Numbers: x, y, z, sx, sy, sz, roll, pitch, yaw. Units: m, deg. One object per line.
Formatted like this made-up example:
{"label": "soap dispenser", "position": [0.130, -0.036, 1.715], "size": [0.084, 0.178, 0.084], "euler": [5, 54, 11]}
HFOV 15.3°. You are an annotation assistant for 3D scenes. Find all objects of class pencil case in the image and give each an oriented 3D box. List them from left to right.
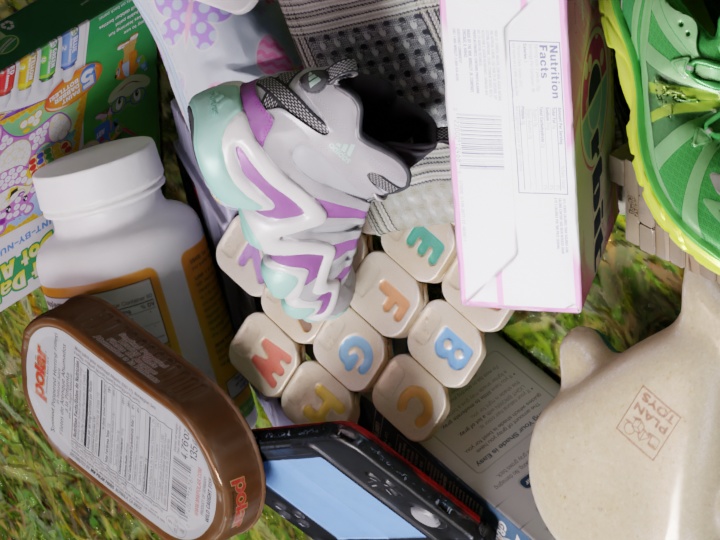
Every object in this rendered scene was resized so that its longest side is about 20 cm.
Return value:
{"label": "pencil case", "position": [-0.085, -0.136, 1.583], "size": [0.083, 0.090, 0.201], "euler": [-40, 72, 48]}

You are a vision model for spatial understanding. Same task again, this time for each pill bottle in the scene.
{"label": "pill bottle", "position": [-0.144, 0.021, 1.727], "size": [0.111, 0.111, 0.201], "euler": [2, 112, 53]}

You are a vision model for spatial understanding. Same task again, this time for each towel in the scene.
{"label": "towel", "position": [0.051, -0.107, 1.471], "size": [0.199, 0.035, 0.193], "euler": [-5, 115, 38]}

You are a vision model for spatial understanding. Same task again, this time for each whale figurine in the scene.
{"label": "whale figurine", "position": [0.180, 0.081, 1.476], "size": [0.159, 0.104, 0.201], "euler": [40, 121, 25]}

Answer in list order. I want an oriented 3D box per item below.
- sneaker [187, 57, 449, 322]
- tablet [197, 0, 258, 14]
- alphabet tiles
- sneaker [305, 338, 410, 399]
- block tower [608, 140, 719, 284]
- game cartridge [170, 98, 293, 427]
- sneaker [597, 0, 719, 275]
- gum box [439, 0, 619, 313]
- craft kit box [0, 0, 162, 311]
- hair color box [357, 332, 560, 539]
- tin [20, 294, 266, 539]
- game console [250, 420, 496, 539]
{"label": "sneaker", "position": [0.001, -0.047, 1.490], "size": [0.200, 0.139, 0.078], "euler": [57, -162, -56]}
{"label": "tablet", "position": [-0.098, -0.222, 1.534], "size": [0.199, 0.130, 0.014], "euler": [23, 166, 42]}
{"label": "alphabet tiles", "position": [0.000, 0.000, 1.586], "size": [0.195, 0.015, 0.201], "euler": [42, 109, 28]}
{"label": "sneaker", "position": [0.012, 0.084, 1.695], "size": [0.200, 0.081, 0.077], "euler": [47, 149, 22]}
{"label": "block tower", "position": [0.218, -0.015, 1.353], "size": [0.200, 0.054, 0.058], "euler": [29, 139, 37]}
{"label": "game cartridge", "position": [-0.079, -0.004, 1.739], "size": [0.130, 0.038, 0.201], "euler": [-131, 25, -56]}
{"label": "sneaker", "position": [0.172, -0.084, 1.293], "size": [0.084, 0.074, 0.201], "euler": [-37, 65, 48]}
{"label": "gum box", "position": [0.088, -0.094, 1.361], "size": [0.066, 0.114, 0.201], "euler": [3, 119, 15]}
{"label": "craft kit box", "position": [-0.216, -0.077, 1.744], "size": [0.048, 0.200, 0.198], "euler": [36, 143, 27]}
{"label": "hair color box", "position": [0.100, 0.124, 1.593], "size": [0.200, 0.100, 0.061], "euler": [39, 147, 26]}
{"label": "tin", "position": [-0.137, 0.093, 1.640], "size": [0.200, 0.042, 0.113], "euler": [34, 129, 34]}
{"label": "game console", "position": [-0.016, 0.185, 1.596], "size": [0.172, 0.119, 0.200], "euler": [38, 158, -20]}
